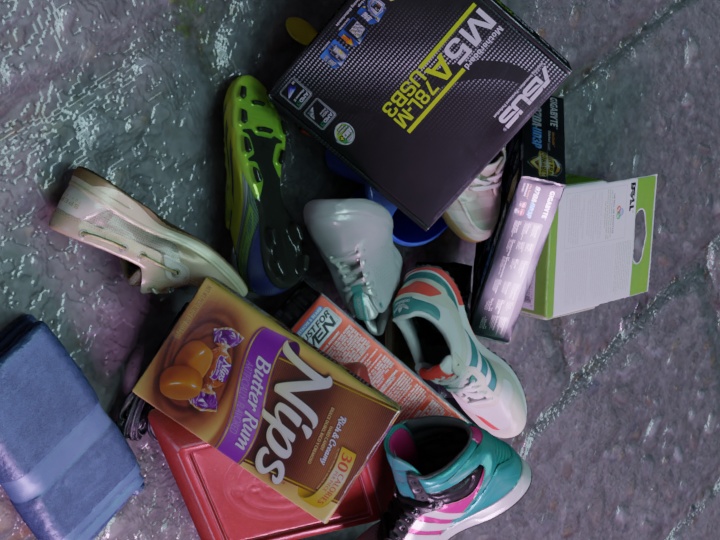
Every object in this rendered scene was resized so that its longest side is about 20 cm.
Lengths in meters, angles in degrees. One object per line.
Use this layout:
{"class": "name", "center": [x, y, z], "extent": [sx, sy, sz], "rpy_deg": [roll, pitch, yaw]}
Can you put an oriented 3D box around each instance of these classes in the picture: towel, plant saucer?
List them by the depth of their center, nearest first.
{"class": "towel", "center": [-0.265, 0.142, 1.247], "extent": [0.112, 0.048, 0.201], "rpy_deg": [-45, 128, -28]}
{"class": "plant saucer", "center": [-0.071, 0.183, 1.345], "extent": [0.198, 0.037, 0.201], "rpy_deg": [-13, 131, 2]}

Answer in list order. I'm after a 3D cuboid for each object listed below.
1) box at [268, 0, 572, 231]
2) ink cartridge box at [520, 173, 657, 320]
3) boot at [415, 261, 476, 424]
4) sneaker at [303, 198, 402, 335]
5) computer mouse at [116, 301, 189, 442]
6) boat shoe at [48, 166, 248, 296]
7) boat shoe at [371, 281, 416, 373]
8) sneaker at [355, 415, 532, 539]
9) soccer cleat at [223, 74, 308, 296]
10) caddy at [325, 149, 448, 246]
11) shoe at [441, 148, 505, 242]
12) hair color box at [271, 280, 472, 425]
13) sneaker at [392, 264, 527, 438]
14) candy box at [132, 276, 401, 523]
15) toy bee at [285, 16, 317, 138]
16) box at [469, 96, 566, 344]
{"class": "box", "center": [0.052, -0.170, 1.321], "extent": [0.193, 0.048, 0.200], "rpy_deg": [41, 107, -9]}
{"class": "ink cartridge box", "center": [0.249, -0.035, 1.688], "extent": [0.199, 0.076, 0.149], "rpy_deg": [-10, 107, -44]}
{"class": "boot", "center": [0.099, 0.093, 1.579], "extent": [0.165, 0.065, 0.201], "rpy_deg": [20, 65, -78]}
{"class": "sneaker", "center": [0.000, 0.000, 1.376], "extent": [0.200, 0.075, 0.089], "rpy_deg": [52, 37, -62]}
{"class": "computer mouse", "center": [-0.127, 0.119, 1.376], "extent": [0.200, 0.053, 0.139], "rpy_deg": [31, 89, -35]}
{"class": "boat shoe", "center": [-0.182, -0.014, 1.278], "extent": [0.200, 0.072, 0.065], "rpy_deg": [36, 82, -39]}
{"class": "boat shoe", "center": [0.021, 0.110, 1.505], "extent": [0.072, 0.066, 0.202], "rpy_deg": [-9, 96, -68]}
{"class": "sneaker", "center": [0.043, 0.200, 1.319], "extent": [0.200, 0.084, 0.121], "rpy_deg": [-36, 124, 7]}
{"class": "soccer cleat", "center": [-0.102, -0.075, 1.341], "extent": [0.064, 0.083, 0.201], "rpy_deg": [-6, 84, -46]}
{"class": "caddy", "center": [0.062, -0.114, 1.461], "extent": [0.200, 0.105, 0.142], "rpy_deg": [-41, 127, -30]}
{"class": "shoe", "center": [0.098, -0.119, 1.387], "extent": [0.070, 0.053, 0.201], "rpy_deg": [-26, 111, -31]}
{"class": "hair color box", "center": [0.008, 0.101, 1.399], "extent": [0.200, 0.111, 0.064], "rpy_deg": [43, 87, -12]}
{"class": "sneaker", "center": [0.089, 0.097, 1.434], "extent": [0.200, 0.070, 0.093], "rpy_deg": [58, 33, -16]}
{"class": "candy box", "center": [-0.078, 0.108, 1.253], "extent": [0.117, 0.199, 0.056], "rpy_deg": [-56, 178, 1]}
{"class": "toy bee", "center": [0.005, -0.216, 1.395], "extent": [0.200, 0.109, 0.131], "rpy_deg": [-39, 116, 7]}
{"class": "box", "center": [0.155, -0.054, 1.474], "extent": [0.159, 0.046, 0.201], "rpy_deg": [-80, -176, -53]}
